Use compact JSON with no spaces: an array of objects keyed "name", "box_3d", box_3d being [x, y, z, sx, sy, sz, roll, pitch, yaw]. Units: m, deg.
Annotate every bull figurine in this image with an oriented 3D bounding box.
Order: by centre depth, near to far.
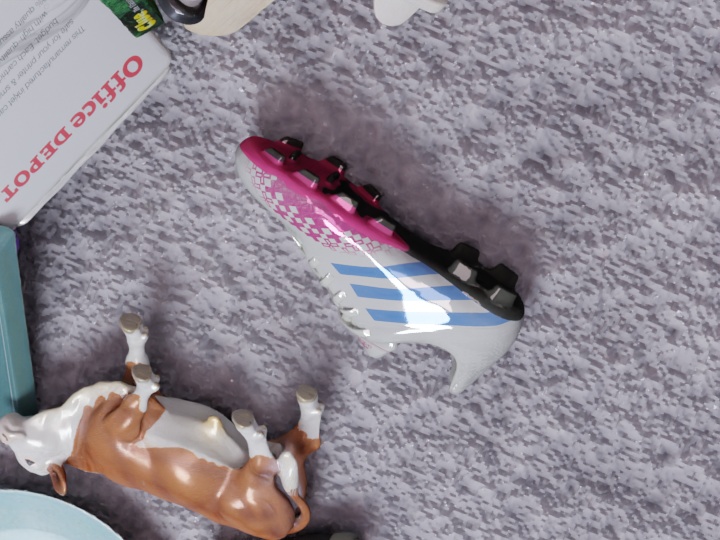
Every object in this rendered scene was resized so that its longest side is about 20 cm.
[{"name":"bull figurine","box_3d":[-0.118,0.100,1.358,0.199,0.065,0.122,19,133,-2]}]

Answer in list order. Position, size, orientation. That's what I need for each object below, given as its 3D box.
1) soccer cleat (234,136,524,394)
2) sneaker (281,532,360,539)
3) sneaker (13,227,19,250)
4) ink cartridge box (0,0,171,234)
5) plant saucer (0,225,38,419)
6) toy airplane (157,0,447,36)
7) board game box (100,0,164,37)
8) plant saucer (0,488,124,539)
[{"name":"soccer cleat","box_3d":[0.000,0.000,1.315,0.200,0.070,0.087,32,108,-1]},{"name":"sneaker","box_3d":[-0.044,0.262,1.402,0.106,0.075,0.201,-3,96,15]},{"name":"sneaker","box_3d":[-0.302,0.000,1.363,0.199,0.081,0.084,-19,108,13]},{"name":"ink cartridge box","box_3d":[-0.221,-0.140,1.235,0.145,0.083,0.200,-46,132,-6]},{"name":"plant saucer","box_3d":[-0.234,0.033,1.329,0.070,0.019,0.200,13,145,6]},{"name":"toy airplane","box_3d":[-0.030,-0.208,1.225,0.199,0.199,0.142,-20,68,5]},{"name":"board game box","box_3d":[-0.165,-0.225,1.183,0.023,0.105,0.201,-27,79,1]},{"name":"plant saucer","box_3d":[-0.213,0.228,1.431,0.200,0.039,0.202,3,106,9]}]
